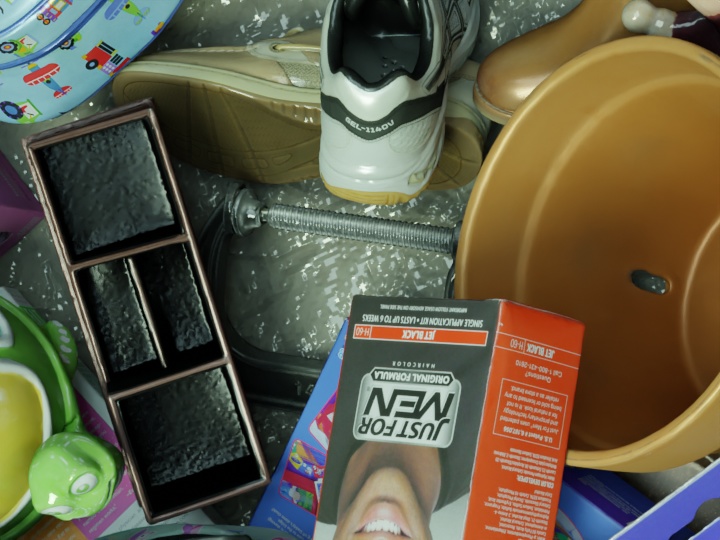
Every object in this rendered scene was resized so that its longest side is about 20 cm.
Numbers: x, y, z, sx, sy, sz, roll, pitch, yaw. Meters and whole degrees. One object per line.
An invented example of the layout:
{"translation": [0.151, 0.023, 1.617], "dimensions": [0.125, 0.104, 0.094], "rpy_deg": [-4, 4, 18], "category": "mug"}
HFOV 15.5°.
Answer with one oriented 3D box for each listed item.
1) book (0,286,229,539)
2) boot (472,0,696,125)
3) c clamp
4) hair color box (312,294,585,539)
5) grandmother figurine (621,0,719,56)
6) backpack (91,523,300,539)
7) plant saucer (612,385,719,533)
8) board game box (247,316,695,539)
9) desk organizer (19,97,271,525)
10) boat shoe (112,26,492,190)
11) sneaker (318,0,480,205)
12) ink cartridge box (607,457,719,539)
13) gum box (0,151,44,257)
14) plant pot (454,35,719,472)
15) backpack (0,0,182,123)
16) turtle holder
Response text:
{"translation": [-0.168, 0.125, 1.401], "dimensions": [0.134, 0.048, 0.200], "rpy_deg": [-43, 79, 6], "category": "book"}
{"translation": [0.136, -0.156, 1.277], "dimensions": [0.199, 0.155, 0.074], "rpy_deg": [-17, 43, 4], "category": "boot"}
{"translation": [0.000, 0.000, 1.354], "dimensions": [0.199, 0.027, 0.172], "rpy_deg": [3, 111, 16], "category": "c clamp"}
{"translation": [0.033, 0.115, 1.202], "dimensions": [0.101, 0.061, 0.201], "rpy_deg": [1, 79, 47], "category": "hair color box"}
{"translation": [0.175, -0.130, 1.220], "dimensions": [0.121, 0.200, 0.061], "rpy_deg": [-15, 43, 43], "category": "grandmother figurine"}
{"translation": [-0.103, 0.191, 1.289], "dimensions": [0.199, 0.127, 0.168], "rpy_deg": [-19, 85, 17], "category": "backpack"}
{"translation": [0.138, 0.148, 1.324], "dimensions": [0.199, 0.037, 0.202], "rpy_deg": [0, 88, 14], "category": "plant saucer"}
{"translation": [0.050, 0.130, 1.305], "dimensions": [0.200, 0.045, 0.135], "rpy_deg": [37, 114, 25], "category": "board game box"}
{"translation": [-0.107, 0.020, 1.327], "dimensions": [0.071, 0.077, 0.201], "rpy_deg": [-18, 96, -5], "category": "desk organizer"}
{"translation": [-0.028, -0.088, 1.369], "dimensions": [0.199, 0.071, 0.065], "rpy_deg": [10, 51, 10], "category": "boat shoe"}
{"translation": [0.020, -0.129, 1.299], "dimensions": [0.075, 0.088, 0.201], "rpy_deg": [1, 49, 3], "category": "sneaker"}
{"translation": [0.203, 0.157, 1.233], "dimensions": [0.198, 0.200, 0.043], "rpy_deg": [-38, 41, 10], "category": "ink cartridge box"}
{"translation": [-0.259, -0.080, 1.397], "dimensions": [0.066, 0.113, 0.200], "rpy_deg": [-41, 79, 9], "category": "gum box"}
{"translation": [0.162, 0.003, 1.244], "dimensions": [0.200, 0.140, 0.201], "rpy_deg": [-18, 65, 45], "category": "plant pot"}
{"translation": [-0.189, -0.185, 1.356], "dimensions": [0.182, 0.134, 0.200], "rpy_deg": [-41, 66, 9], "category": "backpack"}
{"translation": [-0.211, 0.085, 1.308], "dimensions": [0.141, 0.132, 0.186], "rpy_deg": [-47, 72, 12], "category": "turtle holder"}
